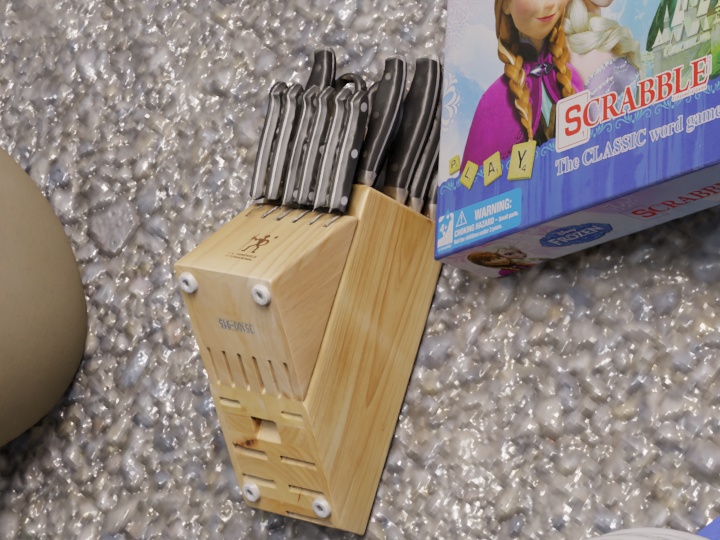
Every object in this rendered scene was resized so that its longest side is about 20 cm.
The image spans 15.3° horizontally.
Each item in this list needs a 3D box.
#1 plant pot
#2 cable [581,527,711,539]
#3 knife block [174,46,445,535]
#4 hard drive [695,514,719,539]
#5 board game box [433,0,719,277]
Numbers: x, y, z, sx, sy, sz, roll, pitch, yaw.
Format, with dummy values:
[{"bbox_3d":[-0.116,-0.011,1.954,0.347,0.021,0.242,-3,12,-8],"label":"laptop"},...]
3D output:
[{"bbox_3d":[-0.219,0.021,1.384,0.200,0.134,0.200,-15,65,35],"label":"plant pot"},{"bbox_3d":[0.111,0.202,1.080,0.200,0.069,0.200,-36,57,38],"label":"cable"},{"bbox_3d":[0.000,0.000,1.279,0.064,0.176,0.200,10,125,41],"label":"knife block"},{"bbox_3d":[0.214,0.161,1.064,0.132,0.025,0.200,-41,53,19],"label":"hard drive"},{"bbox_3d":[0.112,-0.115,1.199,0.200,0.041,0.200,-20,61,51],"label":"board game box"}]
